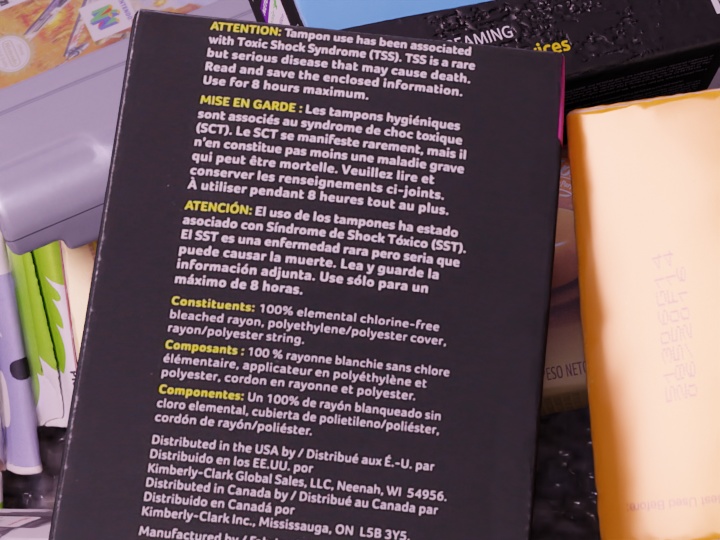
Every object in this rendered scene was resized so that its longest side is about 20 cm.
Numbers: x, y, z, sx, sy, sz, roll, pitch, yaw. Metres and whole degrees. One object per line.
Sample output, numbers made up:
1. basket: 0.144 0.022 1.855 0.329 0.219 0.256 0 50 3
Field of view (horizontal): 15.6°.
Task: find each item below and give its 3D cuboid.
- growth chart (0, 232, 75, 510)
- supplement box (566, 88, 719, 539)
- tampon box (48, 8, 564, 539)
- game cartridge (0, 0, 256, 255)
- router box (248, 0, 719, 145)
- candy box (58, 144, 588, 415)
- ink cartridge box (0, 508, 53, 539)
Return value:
1. growth chart: -0.180 0.036 0.959 0.199 0.018 0.146 -12 101 23
2. supplement box: 0.129 0.025 0.791 0.073 0.200 0.127 -8 80 21
3. tampon box: -0.014 0.054 0.744 0.125 0.150 0.201 6 64 1
4. game cartridge: -0.088 -0.098 0.916 0.133 0.042 0.200 -26 47 -4
5. router box: 0.058 -0.117 0.859 0.199 0.051 0.150 -15 66 -18
6. candy box: 0.000 0.000 0.897 0.199 0.055 0.116 -11 79 6
7. ink cartridge box: -0.124 0.159 0.908 0.199 0.083 0.146 -1 92 18
